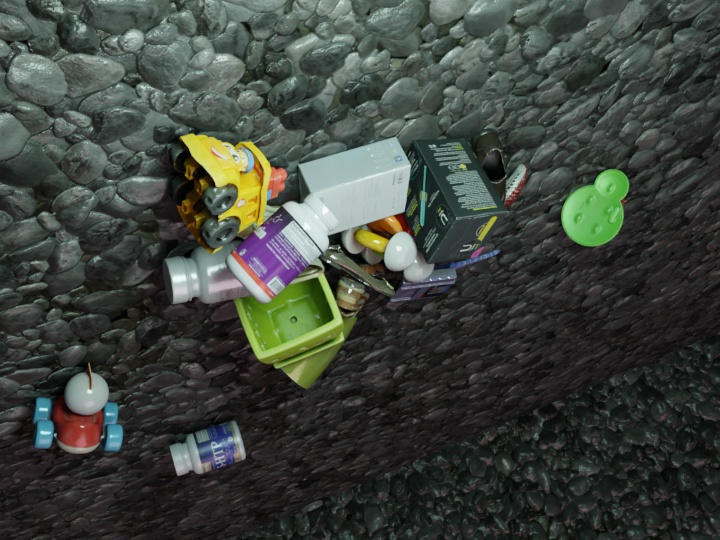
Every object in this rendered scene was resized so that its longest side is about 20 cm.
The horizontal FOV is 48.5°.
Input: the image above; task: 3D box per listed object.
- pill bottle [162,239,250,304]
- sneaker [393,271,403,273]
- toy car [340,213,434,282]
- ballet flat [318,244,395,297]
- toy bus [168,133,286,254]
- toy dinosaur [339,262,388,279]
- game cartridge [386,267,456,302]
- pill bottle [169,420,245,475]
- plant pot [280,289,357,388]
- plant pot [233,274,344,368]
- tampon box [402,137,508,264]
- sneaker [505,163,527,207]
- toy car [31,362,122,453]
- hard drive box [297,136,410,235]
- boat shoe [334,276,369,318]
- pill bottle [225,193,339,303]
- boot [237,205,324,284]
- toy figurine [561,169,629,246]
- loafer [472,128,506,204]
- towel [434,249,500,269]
[{"bbox_3d":[-0.280,0.004,1.570,0.199,0.115,0.114,-11,149,-22],"label":"pill bottle"},{"bbox_3d":[0.160,-0.040,1.901,0.199,0.076,0.092,-13,173,-28],"label":"sneaker"},{"bbox_3d":[0.072,-0.075,1.695,0.200,0.175,0.150,29,85,-56],"label":"toy car"},{"bbox_3d":[0.000,0.000,1.714,0.200,0.067,0.046,30,85,-23],"label":"ballet flat"},{"bbox_3d":[-0.213,-0.152,1.358,0.192,0.136,0.200,-26,154,-26],"label":"toy bus"},{"bbox_3d":[0.002,0.001,1.846,0.106,0.060,0.200,-42,167,18],"label":"toy dinosaur"},{"bbox_3d":[0.140,0.038,1.846,0.129,0.039,0.200,-2,166,-9],"label":"game cartridge"},{"bbox_3d":[-0.444,0.520,2.314,0.199,0.120,0.120,-16,151,-16],"label":"pill bottle"},{"bbox_3d":[-0.111,0.145,1.901,0.200,0.187,0.187,-42,150,3],"label":"plant pot"},{"bbox_3d":[-0.151,0.094,1.746,0.198,0.200,0.182,-23,159,-2],"label":"plant pot"},{"bbox_3d":[0.171,-0.139,1.584,0.126,0.200,0.150,-8,148,-27],"label":"tampon box"},{"bbox_3d":[0.289,-0.166,1.764,0.200,0.082,0.078,-43,164,-2],"label":"sneaker"},{"bbox_3d":[-0.621,0.287,1.791,0.184,0.177,0.201,10,110,-27],"label":"toy car"},{"bbox_3d":[-0.013,-0.157,1.543,0.199,0.077,0.156,-18,151,-13],"label":"hard drive box"},{"bbox_3d":[-0.029,0.066,1.781,0.200,0.075,0.074,63,47,-78],"label":"boat shoe"},{"bbox_3d":[-0.136,-0.043,1.422,0.200,0.112,0.112,-43,152,-4],"label":"pill bottle"},{"bbox_3d":[-0.172,-0.049,1.518,0.200,0.155,0.072,0,143,-40],"label":"boot"},{"bbox_3d":[0.618,-0.152,2.025,0.200,0.150,0.184,-61,156,12],"label":"toy figurine"},{"bbox_3d":[0.265,-0.192,1.646,0.073,0.071,0.200,-16,131,2],"label":"loafer"},{"bbox_3d":[0.222,-0.014,1.901,0.200,0.024,0.145,-16,176,-45],"label":"towel"}]
